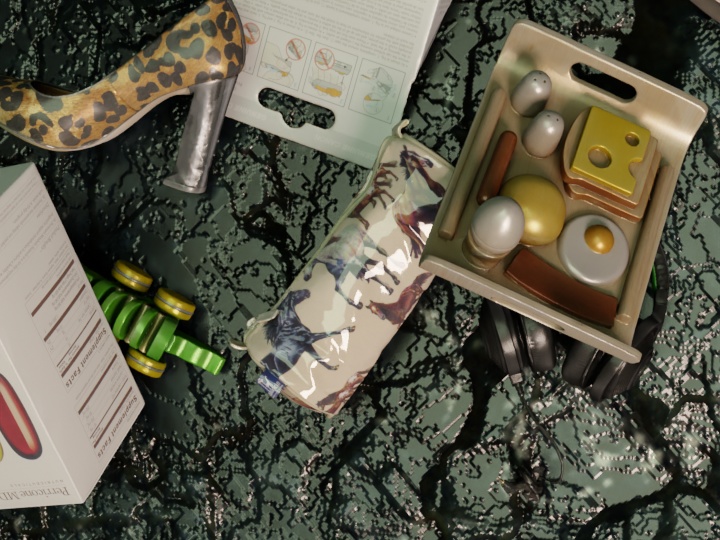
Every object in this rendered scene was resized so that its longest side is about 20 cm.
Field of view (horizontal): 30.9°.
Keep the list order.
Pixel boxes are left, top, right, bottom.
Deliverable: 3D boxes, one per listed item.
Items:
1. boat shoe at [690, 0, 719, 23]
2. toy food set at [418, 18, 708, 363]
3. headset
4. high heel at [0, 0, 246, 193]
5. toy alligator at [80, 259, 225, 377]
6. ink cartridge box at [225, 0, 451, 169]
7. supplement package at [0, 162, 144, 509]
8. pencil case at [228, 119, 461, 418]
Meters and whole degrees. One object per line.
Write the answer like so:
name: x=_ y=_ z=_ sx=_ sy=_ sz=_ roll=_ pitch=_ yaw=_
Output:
boat shoe: x=0.277 y=-0.167 z=0.840 sx=0.199 sy=0.057 sz=0.067 roll=36 pitch=95 yaw=13
toy food set: x=0.132 y=-0.054 z=0.816 sx=0.142 sy=0.061 sz=0.201 roll=24 pitch=62 yaw=-1
headset: x=0.134 y=0.050 z=0.865 sx=0.122 sy=0.094 sz=0.202 roll=12 pitch=74 yaw=13
high heel: x=-0.183 y=-0.152 z=0.928 sx=0.198 sy=0.071 sz=0.144 roll=18 pitch=108 yaw=0
toy alligator: x=-0.187 y=0.020 z=0.941 sx=0.199 sy=0.054 sz=0.060 roll=31 pitch=93 yaw=14
ink cartridge box: x=-0.020 y=-0.193 z=0.931 sx=0.161 sy=0.057 sz=0.202 roll=21 pitch=112 yaw=14
supplement package: x=-0.245 y=0.048 z=0.871 sx=0.113 sy=0.110 sz=0.202 roll=-8 pitch=119 yaw=22
pencil case: x=0.000 y=0.000 z=0.882 sx=0.089 sy=0.078 sz=0.201 roll=33 pitch=96 yaw=-21
